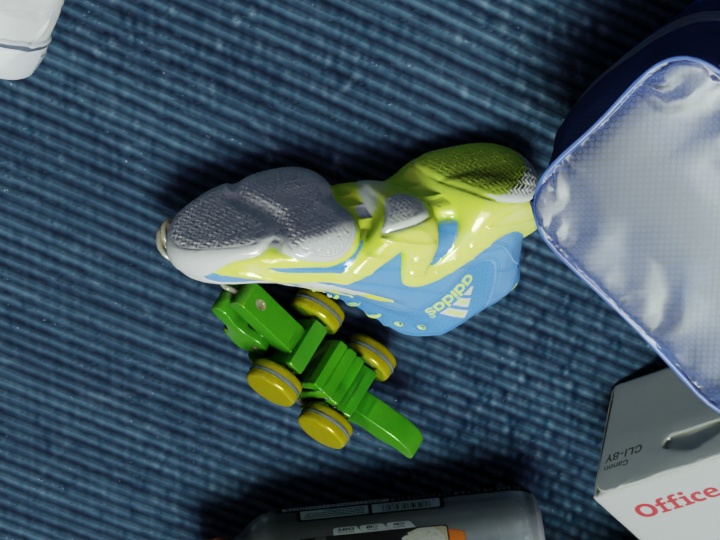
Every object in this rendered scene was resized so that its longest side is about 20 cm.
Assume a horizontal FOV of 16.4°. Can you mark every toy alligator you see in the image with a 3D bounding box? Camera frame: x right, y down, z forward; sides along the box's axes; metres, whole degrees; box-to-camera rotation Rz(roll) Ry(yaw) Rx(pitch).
[{"bbox_3d":[-0.046,0.037,1.354,0.200,0.059,0.054,41,157,-22],"label":"toy alligator"}]

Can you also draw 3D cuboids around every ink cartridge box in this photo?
[{"bbox_3d":[0.249,0.130,1.405,0.145,0.084,0.200,-23,129,36],"label":"ink cartridge box"}]

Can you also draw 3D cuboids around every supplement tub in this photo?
[{"bbox_3d":[0.008,0.193,1.427,0.199,0.123,0.123,-6,127,-1],"label":"supplement tub"}]

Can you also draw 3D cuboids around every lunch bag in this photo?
[{"bbox_3d":[0.196,-0.031,1.256,0.200,0.132,0.136,46,118,-6],"label":"lunch bag"}]

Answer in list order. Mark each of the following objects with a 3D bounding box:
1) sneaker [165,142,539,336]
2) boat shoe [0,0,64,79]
[{"bbox_3d":[0.000,0.000,1.308,0.199,0.076,0.105,-8,129,-5],"label":"sneaker"},{"bbox_3d":[-0.235,-0.153,1.185,0.199,0.074,0.066,14,120,-28],"label":"boat shoe"}]
